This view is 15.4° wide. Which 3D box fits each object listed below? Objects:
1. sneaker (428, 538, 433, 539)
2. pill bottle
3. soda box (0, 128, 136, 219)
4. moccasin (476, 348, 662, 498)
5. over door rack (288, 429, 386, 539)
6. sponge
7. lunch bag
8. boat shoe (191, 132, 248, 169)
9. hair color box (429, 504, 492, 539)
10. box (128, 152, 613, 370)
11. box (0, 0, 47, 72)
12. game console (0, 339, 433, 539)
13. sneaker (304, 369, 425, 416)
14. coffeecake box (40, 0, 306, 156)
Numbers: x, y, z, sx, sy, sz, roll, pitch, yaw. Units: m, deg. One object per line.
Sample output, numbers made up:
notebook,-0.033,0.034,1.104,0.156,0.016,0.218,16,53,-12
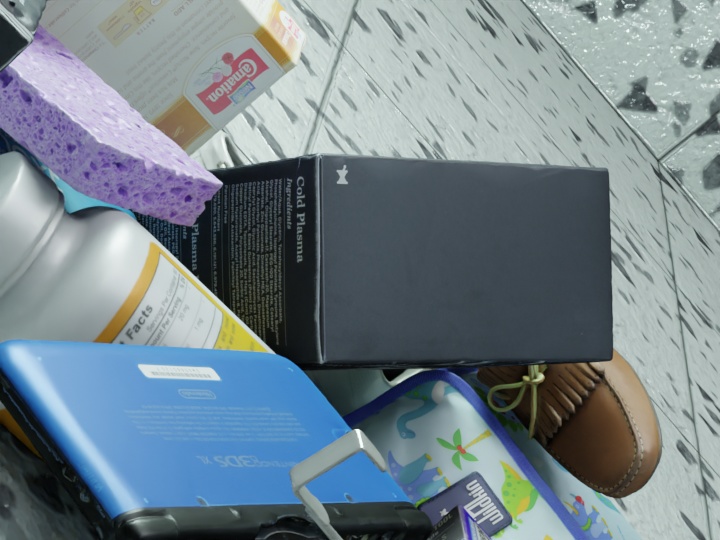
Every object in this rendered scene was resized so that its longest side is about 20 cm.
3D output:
sneaker,-0.005,0.142,1.314,0.200,0.081,0.078,-102,-166,-78
pill bottle,-0.116,0.042,1.239,0.200,0.111,0.111,45,16,-22
soda box,-0.190,-0.038,1.303,0.200,0.064,0.068,39,18,-39
moccasin,0.095,0.044,1.489,0.077,0.074,0.202,5,47,-52
over door rack,0.016,0.183,1.019,0.148,0.066,0.201,-107,174,-55
sponge,-0.164,-0.095,1.271,0.200,0.030,0.111,41,12,27
lunch bag,0.058,0.149,1.503,0.170,0.127,0.200,52,27,15
boat shoe,-0.045,0.005,1.632,0.200,0.065,0.074,50,14,-2
hair color box,0.077,0.231,1.355,0.200,0.109,0.065,47,9,-13
box,0.000,0.000,1.392,0.199,0.182,0.105,1,86,-38
box,-0.254,-0.112,1.020,0.197,0.200,0.124,47,13,-16
game console,-0.073,0.129,1.130,0.199,0.119,0.171,6,36,-53
sneaker,-0.041,0.039,1.522,0.200,0.087,0.075,31,25,-50
coffeecake box,-0.153,-0.151,1.512,0.200,0.153,0.073,48,15,-11
